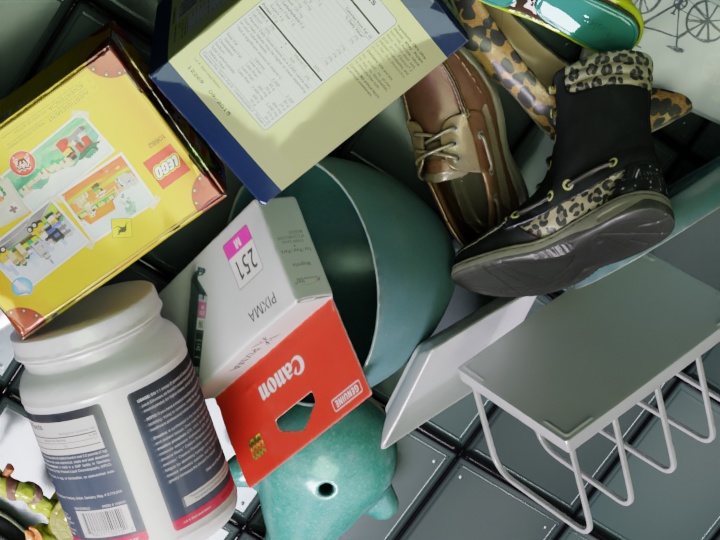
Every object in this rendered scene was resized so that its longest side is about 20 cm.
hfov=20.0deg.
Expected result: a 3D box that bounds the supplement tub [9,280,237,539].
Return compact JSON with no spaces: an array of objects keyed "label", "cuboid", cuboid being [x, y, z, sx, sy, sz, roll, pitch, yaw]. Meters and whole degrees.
[{"label":"supplement tub","cuboid":[-0.190,0.124,1.639,0.139,0.140,0.202,-17,104,3]}]

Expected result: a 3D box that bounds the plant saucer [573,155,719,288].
[{"label":"plant saucer","cuboid":[0.251,-0.049,1.648,0.199,0.200,0.028,-33,91,9]}]

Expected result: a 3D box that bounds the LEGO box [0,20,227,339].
[{"label":"LEGO box","cuboid":[-0.225,-0.069,1.571,0.199,0.077,0.149,-34,111,8]}]

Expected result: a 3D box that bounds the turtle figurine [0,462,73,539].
[{"label":"turtle figurine","cuboid":[-0.243,0.186,1.747,0.199,0.064,0.162,33,98,-38]}]

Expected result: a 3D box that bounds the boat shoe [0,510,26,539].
[{"label":"boat shoe","cuboid":[-0.313,0.269,1.800,0.200,0.062,0.075,40,105,-15]}]

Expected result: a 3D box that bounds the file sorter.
[{"label":"file sorter","cuboid":[0.209,0.102,1.685,0.199,0.138,0.125,-33,128,-22]}]

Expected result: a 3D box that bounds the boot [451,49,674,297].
[{"label":"boot","cuboid":[0.157,-0.073,1.602,0.203,0.155,0.073,-22,146,39]}]

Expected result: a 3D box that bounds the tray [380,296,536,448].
[{"label":"tray","cuboid":[0.080,0.072,1.689,0.022,0.200,0.108,35,120,18]}]

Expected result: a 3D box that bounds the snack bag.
[{"label":"snack bag","cuboid":[0.293,-0.220,1.670,0.187,0.021,0.201,22,109,-13]}]

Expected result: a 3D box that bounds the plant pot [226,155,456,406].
[{"label":"plant pot","cuboid":[0.000,0.000,1.664,0.134,0.200,0.202,-9,118,-39]}]

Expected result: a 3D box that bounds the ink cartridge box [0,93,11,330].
[{"label":"ink cartridge box","cuboid":[-0.281,-0.052,1.661,0.199,0.086,0.147,-31,110,9]}]

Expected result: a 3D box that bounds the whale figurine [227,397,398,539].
[{"label":"whale figurine","cuboid":[-0.042,0.197,1.767,0.158,0.104,0.201,15,110,-10]}]

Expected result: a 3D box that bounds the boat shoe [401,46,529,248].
[{"label":"boat shoe","cuboid":[0.077,-0.101,1.641,0.075,0.072,0.201,-10,119,37]}]

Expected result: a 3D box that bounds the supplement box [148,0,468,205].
[{"label":"supplement box","cuboid":[-0.043,-0.190,1.560,0.199,0.200,0.134,-38,110,11]}]

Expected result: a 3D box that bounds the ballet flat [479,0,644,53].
[{"label":"ballet flat","cuboid":[0.137,-0.235,1.618,0.199,0.067,0.067,27,125,-13]}]

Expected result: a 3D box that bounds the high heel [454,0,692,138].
[{"label":"high heel","cuboid":[0.165,-0.172,1.646,0.198,0.072,0.144,-3,119,10]}]

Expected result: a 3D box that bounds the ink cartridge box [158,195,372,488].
[{"label":"ink cartridge box","cuboid":[-0.088,0.063,1.643,0.043,0.175,0.200,-7,157,-39]}]
